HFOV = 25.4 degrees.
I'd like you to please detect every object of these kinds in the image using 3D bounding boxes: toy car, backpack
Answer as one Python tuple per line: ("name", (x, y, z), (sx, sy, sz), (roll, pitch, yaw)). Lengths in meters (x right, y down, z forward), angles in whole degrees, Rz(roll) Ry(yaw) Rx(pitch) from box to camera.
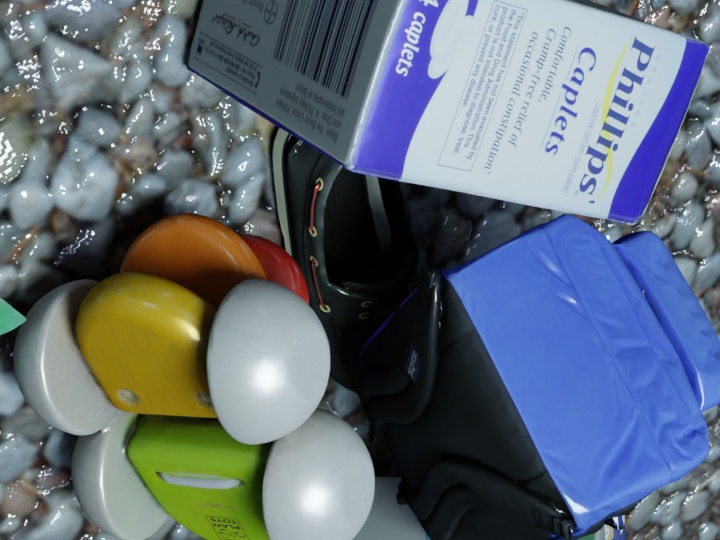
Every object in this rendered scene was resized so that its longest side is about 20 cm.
("toy car", (-0.077, 0.059, 0.883), (0.150, 0.174, 0.201), (-61, 142, -44))
("backpack", (0.098, 0.074, 0.894), (0.167, 0.200, 0.163), (-18, 78, -25))

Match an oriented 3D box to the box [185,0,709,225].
("box", (0.041, -0.112, 0.840), (0.199, 0.184, 0.106), (8, 107, -36))

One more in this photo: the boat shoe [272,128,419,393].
("boat shoe", (-0.002, 0.001, 0.946), (0.073, 0.063, 0.202), (-28, 129, -23))

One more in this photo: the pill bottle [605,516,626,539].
("pill bottle", (0.131, 0.218, 1.110), (0.111, 0.111, 0.201), (-23, 124, -23))

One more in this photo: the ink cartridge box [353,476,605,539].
("ink cartridge box", (0.054, 0.211, 1.005), (0.198, 0.088, 0.146), (-1, 120, 11))

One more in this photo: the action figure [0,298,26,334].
("action figure", (-0.279, 0.054, 0.791), (0.200, 0.055, 0.118), (-42, 131, -1))
